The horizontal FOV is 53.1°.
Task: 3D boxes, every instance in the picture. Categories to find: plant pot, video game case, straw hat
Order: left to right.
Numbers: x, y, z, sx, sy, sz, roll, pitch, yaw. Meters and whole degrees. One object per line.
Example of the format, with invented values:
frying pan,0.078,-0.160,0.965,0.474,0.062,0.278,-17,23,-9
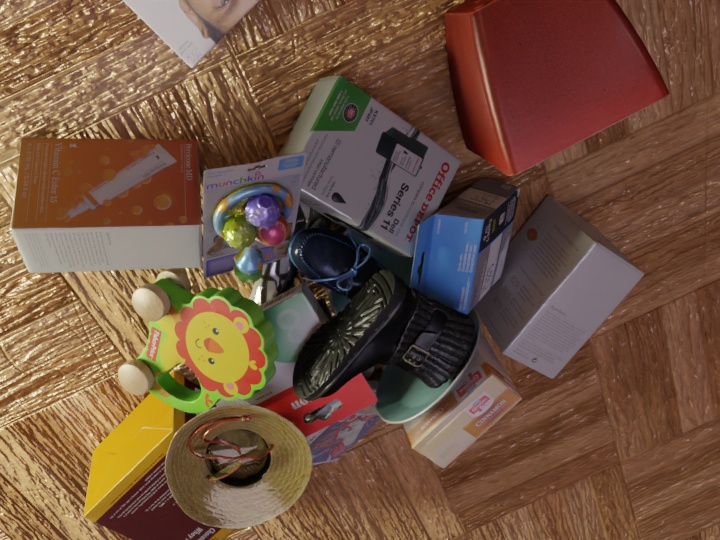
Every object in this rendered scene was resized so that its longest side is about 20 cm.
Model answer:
straw hat,-0.165,0.239,0.966,0.199,0.085,0.203,-6,115,-13
video game case,-0.026,0.236,1.105,0.182,0.023,0.200,-46,156,13
plant pot,0.204,-0.253,0.853,0.199,0.200,0.177,-27,110,2

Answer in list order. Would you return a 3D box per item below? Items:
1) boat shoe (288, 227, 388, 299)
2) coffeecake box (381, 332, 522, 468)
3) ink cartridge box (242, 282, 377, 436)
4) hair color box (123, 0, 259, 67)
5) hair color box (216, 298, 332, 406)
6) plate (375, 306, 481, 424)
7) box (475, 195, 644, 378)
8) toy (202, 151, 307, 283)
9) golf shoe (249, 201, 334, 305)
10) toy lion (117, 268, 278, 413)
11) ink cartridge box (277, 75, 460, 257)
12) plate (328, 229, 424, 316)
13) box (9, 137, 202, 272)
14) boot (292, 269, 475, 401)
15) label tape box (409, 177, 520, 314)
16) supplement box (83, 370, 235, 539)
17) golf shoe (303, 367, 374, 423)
boat shoe,0.000,0.000,0.921,0.199,0.068,0.085,23,91,-39
coffeecake box,0.124,0.157,1.055,0.073,0.200,0.154,37,106,-29
ink cartridge box,-0.093,0.137,0.964,0.160,0.050,0.201,-28,102,12
hair color box,-0.216,-0.331,0.765,0.109,0.065,0.200,-41,122,10
hair color box,-0.120,0.135,1.036,0.199,0.065,0.110,-24,107,6
plate,0.097,0.131,0.996,0.026,0.200,0.200,41,104,-18
box,0.275,0.023,1.044,0.106,0.153,0.200,27,110,-26
toy,-0.119,-0.045,0.826,0.114,0.047,0.200,-15,154,-22
golf shoe,-0.121,-0.017,0.978,0.094,0.078,0.201,32,108,-8
toy lion,-0.198,0.102,0.904,0.191,0.069,0.201,28,121,10
ink cartridge box,0.007,-0.125,0.902,0.199,0.083,0.147,29,86,-26
plate,0.041,0.003,1.016,0.199,0.026,0.202,-8,108,-25
box,-0.288,-0.076,0.843,0.198,0.125,0.098,-2,151,-13
boot,0.031,0.109,0.907,0.157,0.080,0.211,32,113,-34
label tape box,0.140,-0.023,0.963,0.063,0.200,0.145,20,123,24
supplement box,-0.265,0.301,1.080,0.197,0.133,0.200,-43,120,12
golf shoe,-0.059,0.199,1.099,0.199,0.092,0.073,-35,121,6
